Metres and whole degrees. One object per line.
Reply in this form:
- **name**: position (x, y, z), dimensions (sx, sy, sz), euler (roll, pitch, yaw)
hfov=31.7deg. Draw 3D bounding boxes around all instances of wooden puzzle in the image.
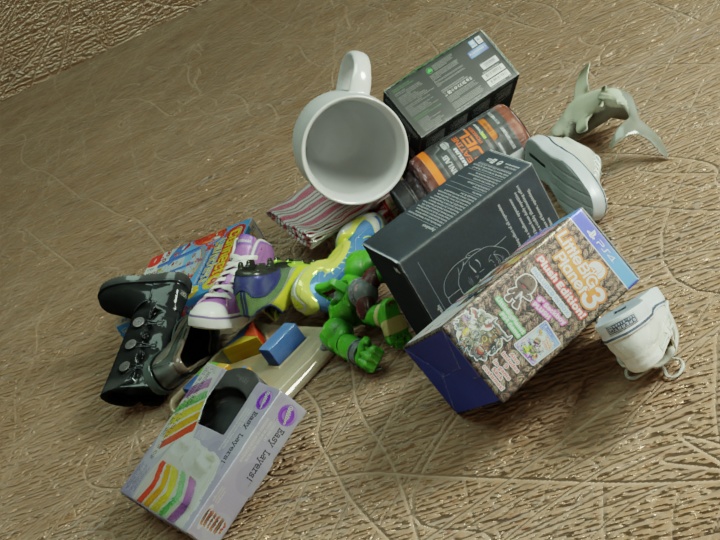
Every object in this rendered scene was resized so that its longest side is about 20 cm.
- **wooden puzzle**: position (-0.144, 0.126, 1.655), dimensions (0.185, 0.046, 0.200), euler (-45, 29, -27)

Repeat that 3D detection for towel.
- **towel**: position (-0.051, -0.103, 1.849), dimensions (0.146, 0.030, 0.200), euler (-35, 25, -10)

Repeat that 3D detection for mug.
- **mug**: position (-0.019, -0.203, 1.756), dimensions (0.147, 0.201, 0.175), euler (7, 12, -12)

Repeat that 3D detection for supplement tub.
- **supplement tub**: position (0.140, -0.136, 1.750), dimensions (0.200, 0.107, 0.107), euler (-33, 25, -3)

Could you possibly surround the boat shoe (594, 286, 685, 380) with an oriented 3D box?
- **boat shoe**: position (0.284, 0.071, 1.257), dimensions (0.074, 0.086, 0.202), euler (-30, -4, 13)

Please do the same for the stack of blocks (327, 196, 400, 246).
- **stack of blocks**: position (-0.013, -0.096, 1.899), dimensions (0.115, 0.059, 0.200), euler (-35, 25, -8)

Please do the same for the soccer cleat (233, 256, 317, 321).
- **soccer cleat**: position (-0.109, 0.025, 1.729), dimensions (0.065, 0.084, 0.200), euler (3, 4, 29)

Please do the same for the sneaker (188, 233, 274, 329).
- **sneaker**: position (-0.177, 0.011, 1.738), dimensions (0.072, 0.115, 0.200), euler (5, 15, 21)

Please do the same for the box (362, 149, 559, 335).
- **box**: position (0.132, -0.021, 1.497), dimensions (0.200, 0.149, 0.107), euler (-36, 25, -12)

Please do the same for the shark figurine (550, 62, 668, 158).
- **shark figurine**: position (0.344, -0.207, 1.698), dimensions (0.214, 0.089, 0.128), euler (13, 82, 66)

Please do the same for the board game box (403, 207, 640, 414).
- **board game box**: position (0.165, 0.046, 1.332), dimensions (0.200, 0.097, 0.159), euler (-39, 0, -16)

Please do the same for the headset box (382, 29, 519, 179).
- **headset box**: position (0.124, -0.225, 1.838), dimensions (0.174, 0.093, 0.200), euler (-34, -16, -11)

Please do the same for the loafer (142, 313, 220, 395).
- **loafer**: position (-0.226, 0.105, 1.730), dimensions (0.063, 0.072, 0.200), euler (-30, 12, 26)

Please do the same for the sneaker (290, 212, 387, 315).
- **sneaker**: position (0.000, 0.000, 1.720), dimensions (0.105, 0.076, 0.200), euler (18, 51, 35)

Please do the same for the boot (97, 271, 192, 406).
- **boot**: position (-0.330, 0.104, 1.815), dimensions (0.164, 0.066, 0.200), euler (-13, 53, 30)

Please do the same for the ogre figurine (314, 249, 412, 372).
- **ogre figurine**: position (0.010, 0.032, 1.585), dimensions (0.120, 0.098, 0.201), euler (-7, 75, 48)

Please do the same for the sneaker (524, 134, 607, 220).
- **sneaker**: position (0.278, -0.128, 1.626), dimensions (0.071, 0.073, 0.200), euler (-11, 33, -12)

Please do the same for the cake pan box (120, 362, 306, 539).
- **cake pan box**: position (-0.172, 0.209, 1.478), dimensions (0.184, 0.052, 0.200), euler (15, 66, 54)

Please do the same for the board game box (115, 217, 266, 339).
- **board game box**: position (-0.256, 0.022, 1.957), dimensions (0.195, 0.056, 0.200), euler (-21, 27, 21)
